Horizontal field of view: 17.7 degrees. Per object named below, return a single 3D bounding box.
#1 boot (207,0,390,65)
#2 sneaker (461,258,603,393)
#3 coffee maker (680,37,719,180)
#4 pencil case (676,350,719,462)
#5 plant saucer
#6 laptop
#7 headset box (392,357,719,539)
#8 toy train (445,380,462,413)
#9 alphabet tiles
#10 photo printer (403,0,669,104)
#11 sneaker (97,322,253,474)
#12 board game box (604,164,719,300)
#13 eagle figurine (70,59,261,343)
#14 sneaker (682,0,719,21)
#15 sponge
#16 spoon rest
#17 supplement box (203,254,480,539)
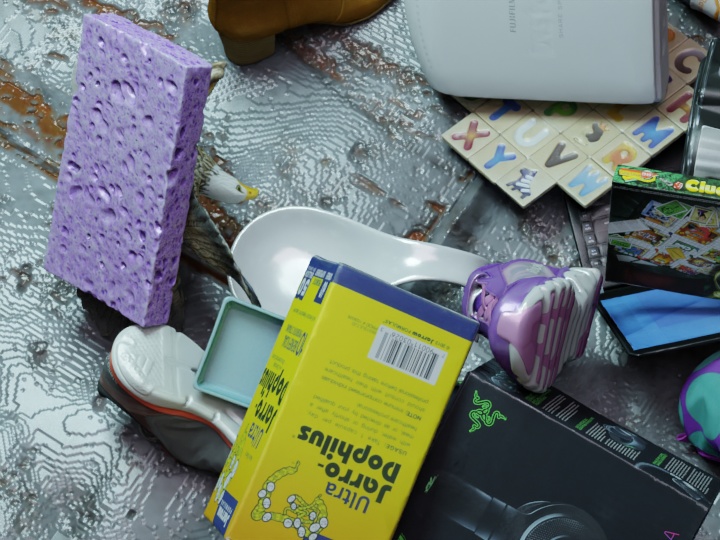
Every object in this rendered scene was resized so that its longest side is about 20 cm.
[{"bbox_3d":[-0.029,-0.241,1.776,0.201,0.144,0.071,-34,72,-14],"label":"boot"},{"bbox_3d":[0.108,0.030,1.609,0.088,0.200,0.081,18,99,13],"label":"sneaker"},{"bbox_3d":[0.338,-0.091,1.683,0.199,0.135,0.192,12,25,11],"label":"coffee maker"},{"bbox_3d":[0.298,0.138,1.608,0.093,0.085,0.200,-58,33,17],"label":"pencil case"},{"bbox_3d":[-0.016,0.084,1.644,0.199,0.019,0.070,21,90,-10],"label":"plant saucer"},{"bbox_3d":[0.253,-0.037,1.715,0.176,0.103,0.201,-11,77,-6],"label":"laptop"},{"bbox_3d":[0.119,0.177,1.591,0.200,0.093,0.175,30,102,11],"label":"headset box"},{"bbox_3d":[0.020,0.097,1.693,0.199,0.042,0.057,15,78,5],"label":"toy train"},{"bbox_3d":[0.169,-0.132,1.781,0.200,0.006,0.166,-36,55,-15],"label":"alphabet tiles"},{"bbox_3d":[0.130,-0.208,1.741,0.199,0.167,0.070,4,32,15],"label":"photo printer"},{"bbox_3d":[-0.103,0.113,1.674,0.200,0.082,0.077,37,50,-8],"label":"sneaker"},{"bbox_3d":[0.273,-0.017,1.624,0.199,0.105,0.024,10,46,11],"label":"board game box"},{"bbox_3d":[-0.140,-0.056,1.692,0.150,0.152,0.201,2,67,3],"label":"eagle figurine"},{"bbox_3d":[0.333,-0.271,1.831,0.200,0.078,0.079,-38,68,-4],"label":"sneaker"},{"bbox_3d":[-0.165,-0.070,1.628,0.111,0.201,0.030,29,28,35],"label":"sponge"},{"bbox_3d":[0.000,0.000,1.721,0.199,0.061,0.100,3,67,-1],"label":"spoon rest"},{"bbox_3d":[-0.015,0.103,1.580,0.109,0.109,0.201,23,88,-12],"label":"supplement box"}]
